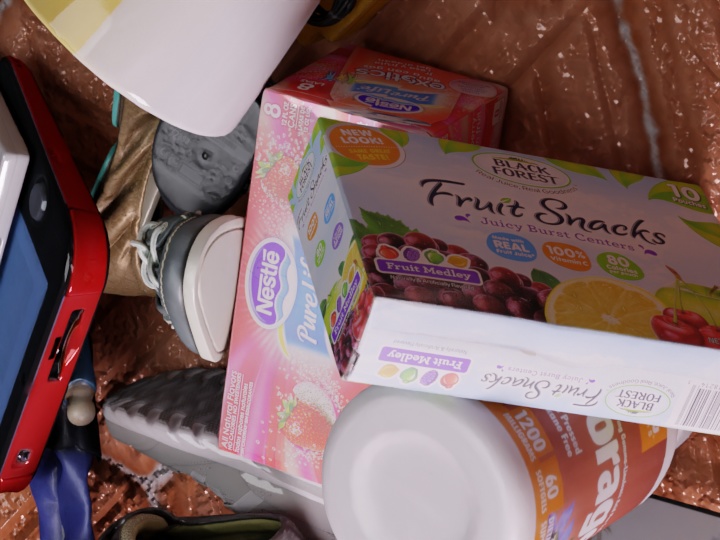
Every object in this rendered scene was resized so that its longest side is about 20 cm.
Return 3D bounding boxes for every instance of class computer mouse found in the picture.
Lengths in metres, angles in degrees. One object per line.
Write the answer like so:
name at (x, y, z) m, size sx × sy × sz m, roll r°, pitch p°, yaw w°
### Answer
computer mouse at (-0.048, -0.109, 1.404) m, size 0.059 × 0.034 × 0.200 m, roll 37°, pitch 115°, yaw 8°

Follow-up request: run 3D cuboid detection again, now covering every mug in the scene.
mug at (-0.081, -0.173, 1.294) m, size 0.153 × 0.186 × 0.149 m, roll -46°, pitch 52°, yaw 18°

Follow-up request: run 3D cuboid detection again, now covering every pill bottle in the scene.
pill bottle at (0.080, 0.078, 1.293) m, size 0.112 × 0.200 × 0.112 m, roll 12°, pitch 112°, yaw 32°

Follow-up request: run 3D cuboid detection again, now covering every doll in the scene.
doll at (-0.174, 0.087, 1.562) m, size 0.136 × 0.048 × 0.200 m, roll -173°, pitch 78°, yaw -65°

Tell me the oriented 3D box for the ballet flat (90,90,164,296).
ballet flat at (-0.105, -0.067, 1.475) m, size 0.072 × 0.068 × 0.200 m, roll 23°, pitch 118°, yaw 6°

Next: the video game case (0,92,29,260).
video game case at (-0.236, -0.018, 1.561) m, size 0.143 × 0.017 × 0.200 m, roll 59°, pitch 137°, yaw 50°

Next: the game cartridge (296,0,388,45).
game cartridge at (-0.025, -0.236, 1.379) m, size 0.176 × 0.032 × 0.200 m, roll -43°, pitch 77°, yaw 36°

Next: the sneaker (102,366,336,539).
sneaker at (-0.062, 0.113, 1.486) m, size 0.200 × 0.075 × 0.082 m, roll 20°, pitch 122°, yaw 34°

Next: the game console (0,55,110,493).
game console at (-0.200, 0.007, 1.529) m, size 0.177 × 0.031 × 0.200 m, roll 59°, pitch 137°, yaw 41°

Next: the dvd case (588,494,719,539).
dvd case at (0.127, 0.202, 1.315) m, size 0.143 × 0.200 × 0.018 m, roll 15°, pitch 155°, yaw 25°

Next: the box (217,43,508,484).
box at (0.000, 0.000, 1.381) m, size 0.095 × 0.103 × 0.200 m, roll 17°, pitch 115°, yaw 20°

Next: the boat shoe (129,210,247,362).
boat shoe at (-0.089, 0.005, 1.398) m, size 0.062 × 0.200 × 0.073 m, roll 15°, pitch 87°, yaw 6°

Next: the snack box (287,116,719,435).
snack box at (0.078, 0.003, 1.247) m, size 0.142 × 0.200 × 0.053 m, roll -109°, pitch 34°, yaw -53°

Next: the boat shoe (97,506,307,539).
boat shoe at (-0.113, 0.158, 1.465) m, size 0.200 × 0.073 × 0.065 m, roll -8°, pitch 121°, yaw 19°
